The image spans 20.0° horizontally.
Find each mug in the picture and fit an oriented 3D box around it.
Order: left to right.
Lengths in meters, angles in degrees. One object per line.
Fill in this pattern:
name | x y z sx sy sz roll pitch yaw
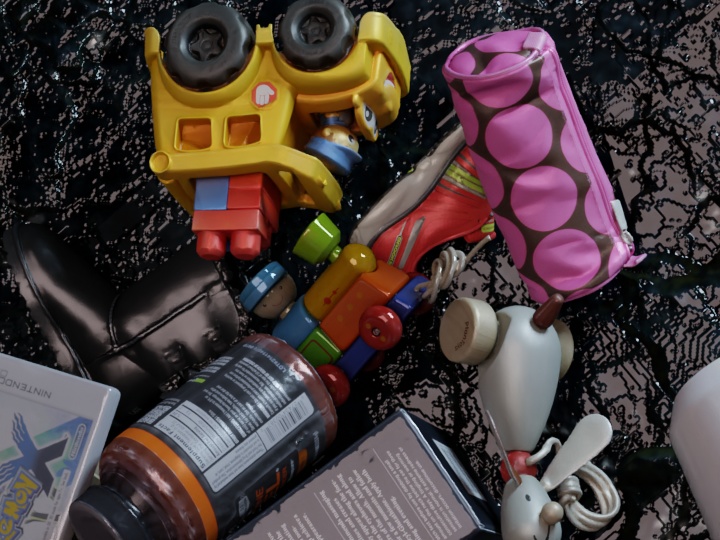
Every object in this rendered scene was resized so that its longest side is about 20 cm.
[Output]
mug | 0.308 0.136 1.458 0.150 0.186 0.154 -50 59 36

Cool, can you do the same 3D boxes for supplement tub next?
supplement tub | -0.117 0.141 1.495 0.107 0.107 0.200 42 59 18

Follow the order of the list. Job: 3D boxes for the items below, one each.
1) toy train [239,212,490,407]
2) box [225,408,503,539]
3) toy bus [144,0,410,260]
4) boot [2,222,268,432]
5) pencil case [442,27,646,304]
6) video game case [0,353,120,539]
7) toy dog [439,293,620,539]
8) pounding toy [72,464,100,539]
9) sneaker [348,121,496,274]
toy train | 0.000 0.000 1.526 0.116 0.085 0.200 42 123 3
box | -0.002 0.209 1.502 0.199 0.148 0.107 -37 73 6
toy bus | -0.065 -0.099 1.568 0.198 0.136 0.194 -4 68 13
boot | -0.176 0.018 1.624 0.162 0.073 0.199 -30 80 10
pencil case | 0.135 -0.080 1.507 0.093 0.091 0.201 -9 115 40
video game case | -0.287 0.160 1.509 0.181 0.022 0.202 14 81 23
toy dog | 0.131 0.098 1.486 0.096 0.131 0.201 -43 66 49
pounding toy | -0.282 0.214 1.599 0.184 0.142 0.201 37 89 8
sneaker | 0.083 -0.064 1.581 0.200 0.077 0.085 -43 93 5
